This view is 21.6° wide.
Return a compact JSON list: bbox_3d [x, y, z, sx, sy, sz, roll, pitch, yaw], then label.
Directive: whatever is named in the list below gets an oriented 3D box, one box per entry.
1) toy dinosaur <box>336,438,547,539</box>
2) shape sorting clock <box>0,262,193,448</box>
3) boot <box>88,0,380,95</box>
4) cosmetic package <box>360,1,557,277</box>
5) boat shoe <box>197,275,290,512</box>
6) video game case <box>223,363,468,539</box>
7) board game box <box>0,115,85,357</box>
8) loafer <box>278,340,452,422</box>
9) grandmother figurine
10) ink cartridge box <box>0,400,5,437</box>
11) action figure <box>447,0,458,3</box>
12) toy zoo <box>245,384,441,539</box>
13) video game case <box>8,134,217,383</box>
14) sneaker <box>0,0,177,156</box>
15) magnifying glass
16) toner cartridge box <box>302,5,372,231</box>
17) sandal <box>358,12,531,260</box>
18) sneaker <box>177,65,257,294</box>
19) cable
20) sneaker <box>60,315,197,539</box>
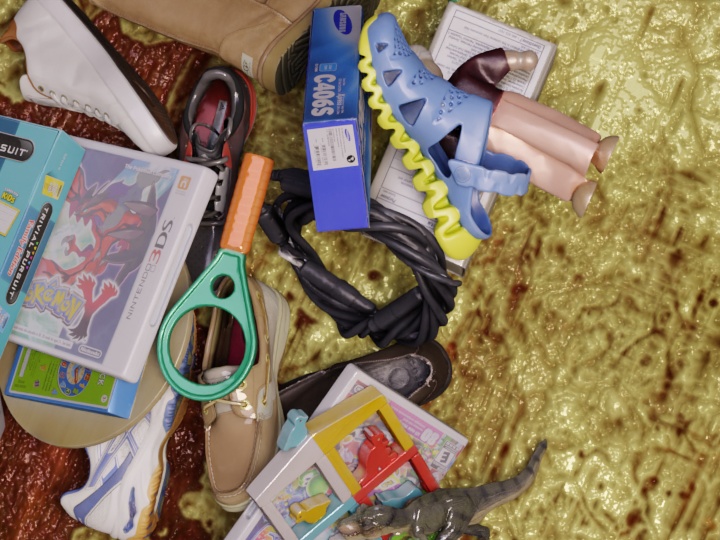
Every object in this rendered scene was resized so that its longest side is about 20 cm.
[{"bbox_3d":[0.077,0.207,1.529,0.199,0.047,0.089,-16,113,-28],"label":"toy dinosaur"},{"bbox_3d":[-0.221,0.050,1.572,0.199,0.039,0.202,-15,62,30],"label":"shape sorting clock"},{"bbox_3d":[-0.104,-0.244,1.607,0.199,0.066,0.175,29,49,23],"label":"boot"},{"bbox_3d":[0.080,-0.107,1.572,0.103,0.087,0.201,24,85,5],"label":"cosmetic package"},{"bbox_3d":[-0.104,0.096,1.543,0.073,0.066,0.202,-13,58,24],"label":"boat shoe"},{"bbox_3d":[-0.016,0.188,1.527,0.201,0.143,0.018,-55,38,2],"label":"video game case"},{"bbox_3d":[-0.336,-0.034,1.582,0.150,0.047,0.201,15,77,26],"label":"board game box"},{"bbox_3d":[-0.020,0.108,1.564,0.199,0.071,0.073,-29,82,1],"label":"loafer"},{"bbox_3d":[0.104,-0.124,1.500,0.199,0.061,0.122,25,77,4],"label":"grandmother figurine"},{"bbox_3d":[-0.409,0.144,1.533,0.198,0.176,0.085,-1,119,5],"label":"ink cartridge box"},{"bbox_3d":[0.013,-0.289,1.579,0.200,0.055,0.118,40,50,15],"label":"action figure"},{"bbox_3d":[-0.007,0.180,1.505,0.131,0.020,0.201,-38,126,-10],"label":"toy zoo"},{"bbox_3d":[-0.225,-0.016,1.563,0.199,0.023,0.184,14,79,39],"label":"video game case"},{"bbox_3d":[-0.234,-0.152,1.610,0.085,0.073,0.200,-44,65,5],"label":"sneaker"},{"bbox_3d":[-0.107,0.005,1.507,0.079,0.022,0.202,15,86,6],"label":"magnifying glass"},{"bbox_3d":[-0.016,-0.122,1.471,0.043,0.201,0.096,-4,123,3],"label":"toner cartridge box"},{"bbox_3d":[0.066,-0.112,1.450,0.087,0.080,0.201,-25,106,19],"label":"sandal"},{"bbox_3d":[-0.133,-0.079,1.588,0.076,0.082,0.202,3,84,5],"label":"sneaker"},{"bbox_3d":[0.000,0.000,1.518,0.199,0.164,0.051,16,46,40],"label":"cable"},{"bbox_3d":[-0.194,0.121,1.575,0.087,0.075,0.202,15,84,6],"label":"sneaker"}]
